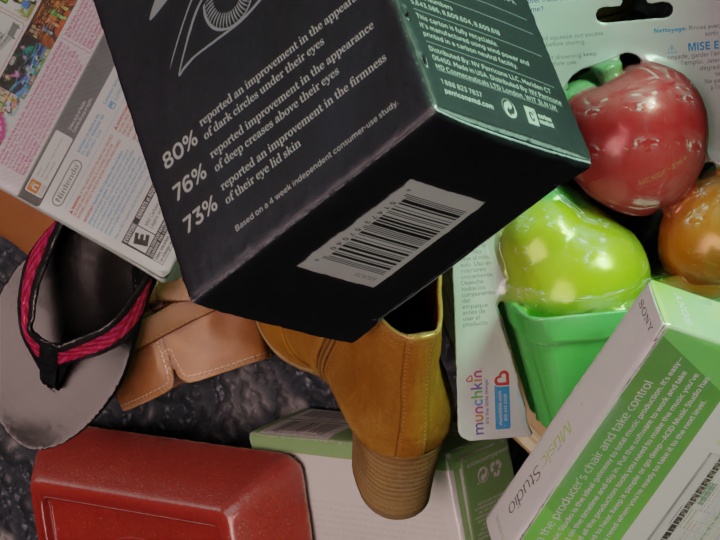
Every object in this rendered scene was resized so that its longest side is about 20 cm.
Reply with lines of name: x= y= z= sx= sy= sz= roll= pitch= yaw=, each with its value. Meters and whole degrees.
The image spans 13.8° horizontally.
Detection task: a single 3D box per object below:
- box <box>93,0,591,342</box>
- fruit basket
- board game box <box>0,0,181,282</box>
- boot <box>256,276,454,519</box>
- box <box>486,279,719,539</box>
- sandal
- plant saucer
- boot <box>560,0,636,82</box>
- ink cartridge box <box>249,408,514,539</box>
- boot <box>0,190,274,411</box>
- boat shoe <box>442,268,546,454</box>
box: x=-0.016 y=-0.096 z=1.240 sx=0.148 sy=0.104 sz=0.201 roll=-36 pitch=58 yaw=30
fruit basket: x=0.126 y=-0.031 z=1.312 sx=0.184 sy=0.094 sz=0.201 roll=-6 pitch=95 yaw=-8
board game box: x=-0.140 y=-0.106 z=1.393 sx=0.200 sy=0.064 sz=0.148 roll=29 pitch=92 yaw=3
boot: x=0.000 y=0.000 z=1.364 sx=0.144 sy=0.071 sz=0.201 roll=95 pitch=159 yaw=-45
box: x=0.174 y=0.092 z=1.299 sx=0.145 sy=0.199 sz=0.036 roll=-57 pitch=29 yaw=28
sandal: x=-0.129 y=0.001 z=1.442 sx=0.075 sy=0.045 sz=0.200 roll=33 pitch=109 yaw=5
plant saucer: x=-0.097 y=0.186 z=1.525 sx=0.200 sy=0.037 sz=0.200 roll=4 pitch=106 yaw=45
boot: x=0.065 y=-0.188 z=1.335 sx=0.155 sy=0.073 sz=0.200 roll=33 pitch=116 yaw=18
ink cartridge box: x=0.021 y=0.173 z=1.456 sx=0.145 sy=0.048 sz=0.201 roll=2 pitch=107 yaw=47
boot: x=-0.143 y=-0.002 z=1.508 sx=0.199 sy=0.074 sz=0.155 roll=-15 pitch=97 yaw=33
boat shoe: x=0.075 y=0.002 z=1.382 sx=0.069 sy=0.074 sz=0.200 roll=-29 pitch=92 yaw=31
